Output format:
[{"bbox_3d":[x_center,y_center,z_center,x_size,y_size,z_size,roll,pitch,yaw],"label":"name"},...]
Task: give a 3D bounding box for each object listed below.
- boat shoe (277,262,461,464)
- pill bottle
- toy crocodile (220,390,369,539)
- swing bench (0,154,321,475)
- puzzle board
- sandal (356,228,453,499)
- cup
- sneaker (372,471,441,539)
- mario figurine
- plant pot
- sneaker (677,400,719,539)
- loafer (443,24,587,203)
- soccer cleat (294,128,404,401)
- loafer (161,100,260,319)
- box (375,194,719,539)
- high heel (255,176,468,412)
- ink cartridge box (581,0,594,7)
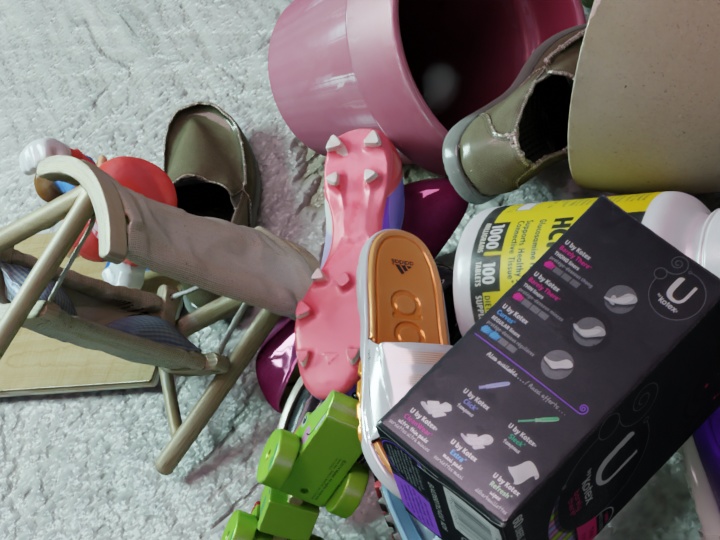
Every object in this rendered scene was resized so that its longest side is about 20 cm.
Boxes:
[{"bbox_3d":[0.016,0.077,1.737,0.200,0.075,0.066,-49,31,-22],"label":"boat shoe"},{"bbox_3d":[0.169,0.007,1.655,0.199,0.113,0.113,-5,54,32],"label":"pill bottle"},{"bbox_3d":[-0.045,0.150,1.679,0.062,0.067,0.201,-87,21,-51],"label":"toy crocodile"},{"bbox_3d":[-0.157,0.019,1.757,0.200,0.198,0.130,-41,45,30],"label":"swing bench"},{"bbox_3d":[-0.217,0.032,1.980,0.199,0.017,0.152,-5,53,32],"label":"puzzle board"},{"bbox_3d":[0.037,0.053,1.620,0.059,0.079,0.208,127,141,-51],"label":"sandal"},{"bbox_3d":[0.239,-0.133,1.687,0.142,0.201,0.201,17,65,18],"label":"cup"},{"bbox_3d":[0.074,0.175,1.631,0.095,0.080,0.201,-24,50,-2],"label":"sneaker"},{"bbox_3d":[-0.207,-0.038,1.894,0.200,0.123,0.107,-167,92,-75],"label":"mario figurine"},{"bbox_3d":[0.036,-0.157,1.842,0.178,0.200,0.201,-13,48,47],"label":"plant pot"},{"bbox_3d":[0.251,0.133,1.538,0.099,0.070,0.201,-18,50,12],"label":"sneaker"},{"bbox_3d":[0.140,-0.110,1.749,0.069,0.076,0.200,-11,25,48],"label":"loafer"},{"bbox_3d":[0.000,0.000,1.727,0.066,0.076,0.202,-5,65,22],"label":"soccer cleat"},{"bbox_3d":[-0.113,-0.058,1.928,0.075,0.070,0.201,-12,52,1],"label":"loafer"},{"bbox_3d":[0.120,0.078,1.496,0.106,0.123,0.200,37,72,27],"label":"box"},{"bbox_3d":[0.003,0.017,1.791,0.199,0.067,0.096,-35,33,14],"label":"high heel"},{"bbox_3d":[0.260,-0.257,1.854,0.199,0.048,0.146,6,59,41],"label":"ink cartridge box"}]
